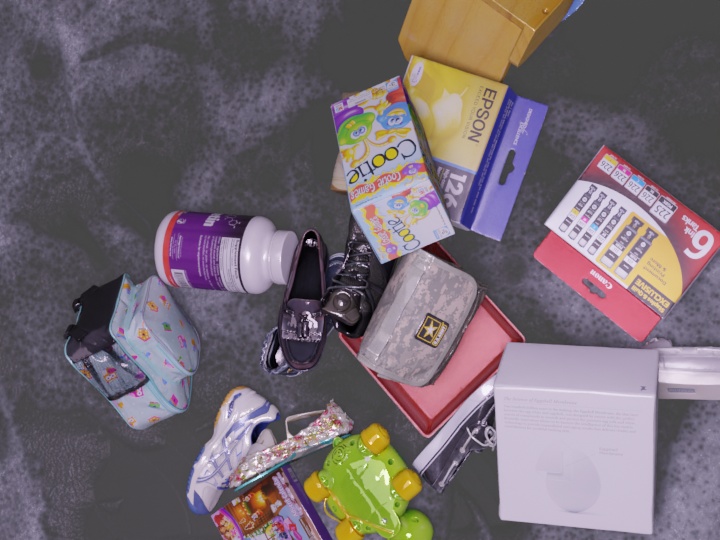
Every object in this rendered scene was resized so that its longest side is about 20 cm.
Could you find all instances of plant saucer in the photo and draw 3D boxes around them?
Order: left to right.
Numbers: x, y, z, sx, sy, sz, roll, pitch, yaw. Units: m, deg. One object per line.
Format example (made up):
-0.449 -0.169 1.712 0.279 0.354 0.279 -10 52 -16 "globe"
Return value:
0.101 0.095 1.530 0.200 0.037 0.200 -45 75 10 "plant saucer"

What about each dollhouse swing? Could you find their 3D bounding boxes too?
0.174 -0.365 1.510 0.199 0.176 0.182 38 67 13 "dollhouse swing"

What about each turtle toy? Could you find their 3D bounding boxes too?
0.025 0.313 1.507 0.145 0.101 0.201 -39 77 11 "turtle toy"

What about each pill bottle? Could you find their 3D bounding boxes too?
-0.194 -0.026 1.587 0.197 0.112 0.115 4 88 17 "pill bottle"

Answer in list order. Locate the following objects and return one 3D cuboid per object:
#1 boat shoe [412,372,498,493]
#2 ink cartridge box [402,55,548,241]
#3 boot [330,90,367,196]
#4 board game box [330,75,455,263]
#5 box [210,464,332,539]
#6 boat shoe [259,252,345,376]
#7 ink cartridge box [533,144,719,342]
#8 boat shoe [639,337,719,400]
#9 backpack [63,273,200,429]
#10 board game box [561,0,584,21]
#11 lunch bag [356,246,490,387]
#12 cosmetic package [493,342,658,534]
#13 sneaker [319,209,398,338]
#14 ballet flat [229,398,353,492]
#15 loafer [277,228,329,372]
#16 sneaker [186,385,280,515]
0.156 0.221 1.485 0.068 0.073 0.200 44 99 19 "boat shoe"
0.128 -0.166 1.466 0.197 0.047 0.201 19 86 17 "ink cartridge box"
0.058 -0.179 1.543 0.197 0.073 0.158 5 87 20 "boot"
0.038 -0.129 1.363 0.102 0.105 0.202 -21 47 10 "board game box"
-0.112 0.406 1.576 0.136 0.039 0.202 -35 78 13 "box"
-0.071 0.065 1.555 0.070 0.091 0.202 30 96 16 "boat shoe"
0.349 -0.031 1.436 0.199 0.084 0.177 39 98 15 "ink cartridge box"
0.401 0.123 1.424 0.197 0.072 0.069 -1 59 27 "boat shoe"
-0.316 0.122 1.574 0.151 0.177 0.202 -21 121 6 "backpack"
0.239 -0.435 1.516 0.199 0.039 0.159 35 108 15 "board game box"
0.077 0.061 1.417 0.117 0.200 0.166 31 95 17 "lunch bag"
0.278 0.210 1.388 0.196 0.123 0.203 2 116 17 "cosmetic package"
0.000 0.000 1.462 0.075 0.114 0.203 14 109 18 "sneaker"
-0.105 0.246 1.547 0.198 0.076 0.065 -24 81 -13 "ballet flat"
-0.079 0.037 1.501 0.071 0.063 0.203 3 64 2 "loafer"
-0.186 0.275 1.588 0.087 0.075 0.203 25 95 16 "sneaker"
